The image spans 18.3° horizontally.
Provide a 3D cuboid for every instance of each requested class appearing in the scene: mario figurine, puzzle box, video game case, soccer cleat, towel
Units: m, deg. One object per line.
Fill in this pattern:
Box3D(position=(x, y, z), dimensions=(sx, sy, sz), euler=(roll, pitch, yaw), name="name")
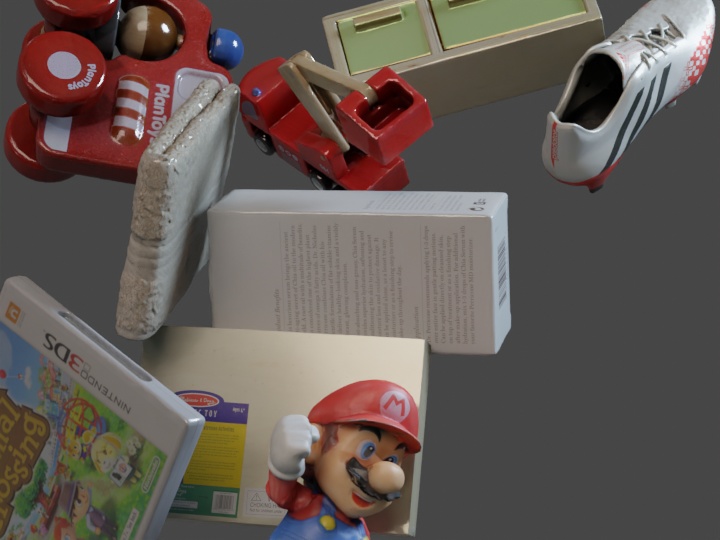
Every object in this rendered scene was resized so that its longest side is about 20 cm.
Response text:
Box3D(position=(-0.015, 0.163, 1.406), dimensions=(0.106, 0.123, 0.200), euler=(22, 82, 18), name="mario figurine")
Box3D(position=(-0.056, 0.107, 1.503), dimensions=(0.200, 0.025, 0.133), euler=(3, 80, 13), name="puzzle box")
Box3D(position=(-0.202, 0.134, 1.466), dimensions=(0.182, 0.022, 0.200), euler=(35, 113, 30), name="video game case")
Box3D(position=(0.196, -0.146, 1.621), dimensions=(0.069, 0.085, 0.200), euler=(28, 65, 27), name="soccer cleat")
Box3D(position=(-0.127, -0.047, 1.539), dimensions=(0.034, 0.133, 0.200), euler=(12, 21, 6), name="towel")

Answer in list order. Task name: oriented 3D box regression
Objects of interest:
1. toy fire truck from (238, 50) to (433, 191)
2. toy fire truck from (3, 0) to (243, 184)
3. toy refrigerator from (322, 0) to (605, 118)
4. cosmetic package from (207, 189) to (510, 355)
Box3D(position=(-0.023, -0.111, 1.602), dimensions=(0.049, 0.141, 0.200), euler=(-41, 53, -17), name="toy fire truck")
Box3D(position=(-0.177, -0.148, 1.702), dimensions=(0.168, 0.112, 0.200), euler=(11, 56, -9), name="toy fire truck")
Box3D(position=(0.078, -0.172, 1.675), dimensions=(0.200, 0.070, 0.076), euler=(-15, 54, 2), name="toy refrigerator")
Box3D(position=(0.000, 0.000, 1.540), dimensions=(0.200, 0.102, 0.071), euler=(2, 15, 12), name="cosmetic package")
